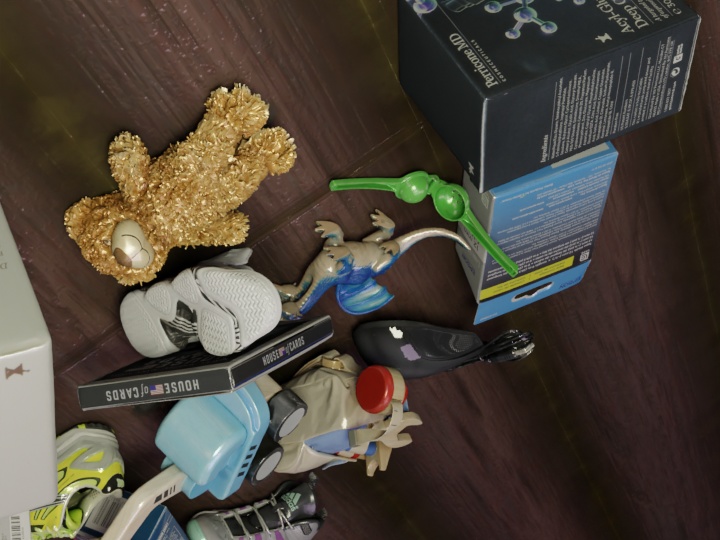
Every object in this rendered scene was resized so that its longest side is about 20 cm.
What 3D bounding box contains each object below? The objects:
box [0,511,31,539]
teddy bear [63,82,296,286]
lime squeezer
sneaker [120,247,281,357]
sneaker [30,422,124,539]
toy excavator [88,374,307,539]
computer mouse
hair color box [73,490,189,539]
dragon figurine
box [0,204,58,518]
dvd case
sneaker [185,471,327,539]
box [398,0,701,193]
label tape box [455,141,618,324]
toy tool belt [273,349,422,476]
[{"bbox_3d":[-0.380,0.205,1.071,0.198,0.158,0.041,5,160,-43],"label":"box"},{"bbox_3d":[-0.141,-0.063,1.015,0.198,0.067,0.146,-26,142,-10],"label":"teddy bear"},{"bbox_3d":[0.062,-0.060,1.181,0.198,0.071,0.038,25,151,-16],"label":"lime squeezer"},{"bbox_3d":[-0.111,0.020,1.067,0.114,0.076,0.198,-26,-170,-41],"label":"sneaker"},{"bbox_3d":[-0.314,0.232,1.220,0.199,0.077,0.075,-39,146,9],"label":"sneaker"},{"bbox_3d":[-0.170,0.187,1.202,0.199,0.100,0.196,-24,148,-50],"label":"toy excavator"},{"bbox_3d":[0.078,0.090,1.338,0.198,0.054,0.138,8,165,-36],"label":"computer mouse"},{"bbox_3d":[-0.231,0.303,1.339,0.061,0.099,0.201,-62,155,-27],"label":"hair color box"},{"bbox_3d":[0.000,0.000,1.203,0.197,0.059,0.100,-12,142,-21],"label":"dragon figurine"},{"bbox_3d":[-0.341,0.080,0.936,0.197,0.172,0.201,-14,141,-24],"label":"box"},{"bbox_3d":[-0.128,0.078,1.089,0.148,0.025,0.200,-10,-175,23],"label":"dvd case"},{"bbox_3d":[-0.105,0.281,1.450,0.140,0.078,0.200,-42,153,10],"label":"sneaker"},{"bbox_3d":[0.149,-0.180,1.031,0.198,0.149,0.108,-23,144,-14],"label":"box"},{"bbox_3d":[0.171,-0.048,1.278,0.141,0.067,0.201,-20,145,-17],"label":"label tape box"},{"bbox_3d":[-0.003,0.144,1.283,0.199,0.127,0.122,-25,154,39],"label":"toy tool belt"}]
